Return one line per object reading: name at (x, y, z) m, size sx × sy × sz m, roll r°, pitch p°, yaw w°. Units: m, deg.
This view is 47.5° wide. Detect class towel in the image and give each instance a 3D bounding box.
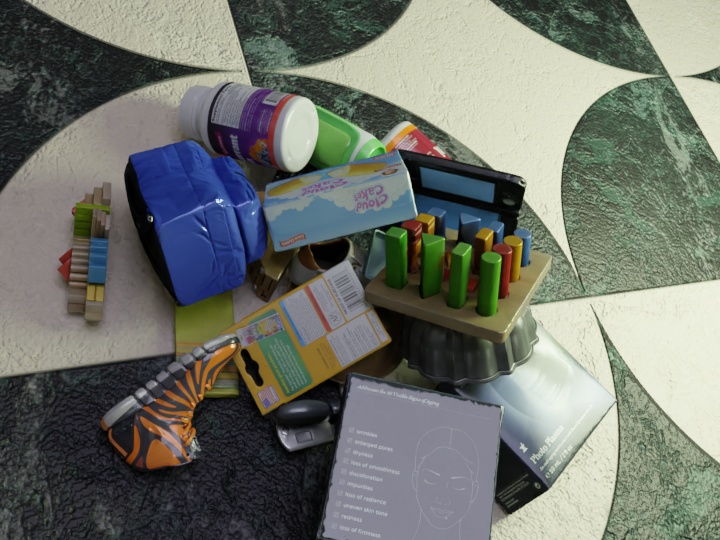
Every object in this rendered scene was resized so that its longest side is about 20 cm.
towel at (-0.214, 0.080, 1.126) m, size 0.085 × 0.018 × 0.203 m, roll 6°, pitch 58°, yaw -23°

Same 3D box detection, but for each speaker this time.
speaker at (-0.058, -0.206, 1.295) m, size 0.198 × 0.089 × 0.088 m, roll 31°, pitch 51°, yaw 23°

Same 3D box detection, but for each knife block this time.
knife block at (-0.099, -0.068, 1.234) m, size 0.173 × 0.064 × 0.202 m, roll -10°, pitch 63°, yaw -26°

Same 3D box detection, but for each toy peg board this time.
toy peg board at (0.135, -0.023, 1.088) m, size 0.197 × 0.099 × 0.199 m, roll 17°, pitch 38°, yaw 24°

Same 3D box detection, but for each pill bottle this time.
pill bottle at (-0.173, -0.223, 1.239) m, size 0.197 × 0.112 × 0.112 m, roll 16°, pitch 49°, yaw 23°
pill bottle at (0.112, -0.138, 1.335) m, size 0.200 × 0.113 × 0.113 m, roll 43°, pitch 54°, yaw 7°

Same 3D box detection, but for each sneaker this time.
sneaker at (0.000, 0.000, 1.188) m, size 0.197 × 0.085 × 0.074 m, roll 8°, pitch 55°, yaw -22°
sneaker at (-0.213, 0.173, 1.023) m, size 0.199 × 0.078 × 0.113 m, roll -37°, pitch 85°, yaw -9°

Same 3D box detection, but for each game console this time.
game console at (0.136, -0.081, 1.222) m, size 0.197 × 0.176 × 0.118 m, roll 14°, pitch 79°, yaw 10°

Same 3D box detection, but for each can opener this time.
can opener at (-0.022, 0.197, 1.104) m, size 0.197 × 0.067 × 0.053 m, roll -6°, pitch 60°, yaw -31°

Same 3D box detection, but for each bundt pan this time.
bundt pan at (0.145, 0.063, 1.131) m, size 0.198 × 0.077 × 0.203 m, roll -8°, pitch 32°, yaw 5°

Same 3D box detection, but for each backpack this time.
backpack at (-0.227, -0.076, 1.113) m, size 0.166 × 0.164 × 0.200 m, roll -19°, pitch 42°, yaw -21°

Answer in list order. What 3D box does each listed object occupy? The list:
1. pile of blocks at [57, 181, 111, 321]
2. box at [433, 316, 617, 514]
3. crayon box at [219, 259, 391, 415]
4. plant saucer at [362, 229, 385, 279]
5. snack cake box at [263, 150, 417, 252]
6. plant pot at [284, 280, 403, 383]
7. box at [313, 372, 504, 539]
pile of blocks at (-0.369, -0.031, 1.090) m, size 0.061 × 0.082 × 0.203 m, roll 4°, pitch 59°, yaw -20°
box at (0.221, 0.194, 1.167) m, size 0.198 × 0.124 × 0.199 m, roll 44°, pitch 54°, yaw 10°
crayon box at (-0.074, 0.090, 1.107) m, size 0.198 × 0.052 × 0.127 m, roll -29°, pitch 87°, yaw -7°
plant saucer at (0.082, 0.001, 1.214) m, size 0.198 × 0.019 × 0.071 m, roll 19°, pitch 80°, yaw -38°
snack cake box at (-0.030, -0.097, 1.120) m, size 0.197 × 0.068 × 0.115 m, roll -14°, pitch 21°, yaw 1°
plant pot at (-0.023, 0.078, 1.198) m, size 0.197 × 0.028 × 0.203 m, roll 11°, pitch 56°, yaw -17°
box at (0.057, 0.252, 0.984) m, size 0.197 × 0.124 × 0.199 m, roll 13°, pitch 63°, yaw -1°
